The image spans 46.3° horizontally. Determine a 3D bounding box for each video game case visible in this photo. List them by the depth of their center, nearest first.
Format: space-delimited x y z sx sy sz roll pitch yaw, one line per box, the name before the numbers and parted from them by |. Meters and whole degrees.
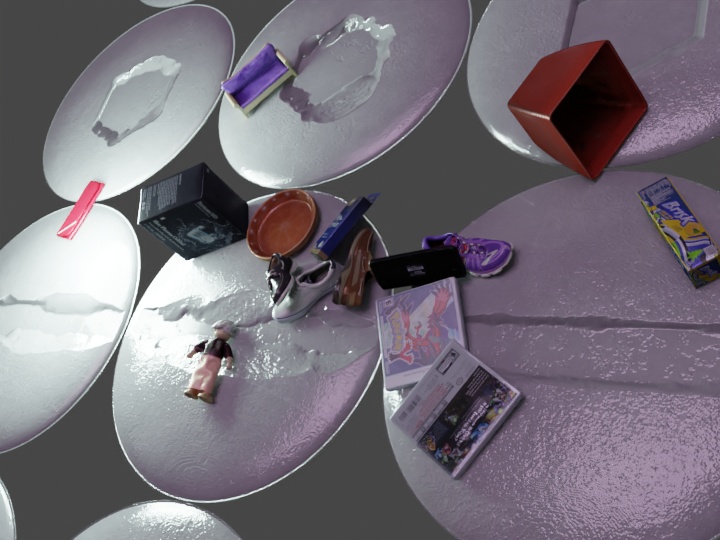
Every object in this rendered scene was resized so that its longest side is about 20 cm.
video game case | 0.176 0.257 1.574 0.200 0.023 0.182 -51 52 -1
video game case | 0.122 0.128 1.693 0.182 0.023 0.200 -18 60 23

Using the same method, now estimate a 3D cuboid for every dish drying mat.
dish drying mat | -0.850 -0.185 2.553 0.077 0.018 0.200 11 68 39

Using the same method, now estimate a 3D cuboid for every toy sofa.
toy sofa | -0.286 -0.533 2.357 0.200 0.098 0.083 -39 47 4

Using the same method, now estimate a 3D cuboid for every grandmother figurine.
grandmother figurine | -0.345 0.202 1.948 0.121 0.061 0.200 16 65 10

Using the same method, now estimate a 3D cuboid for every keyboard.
keyboard | 0.124 -0.002 1.750 0.200 0.104 0.040 -9 29 28

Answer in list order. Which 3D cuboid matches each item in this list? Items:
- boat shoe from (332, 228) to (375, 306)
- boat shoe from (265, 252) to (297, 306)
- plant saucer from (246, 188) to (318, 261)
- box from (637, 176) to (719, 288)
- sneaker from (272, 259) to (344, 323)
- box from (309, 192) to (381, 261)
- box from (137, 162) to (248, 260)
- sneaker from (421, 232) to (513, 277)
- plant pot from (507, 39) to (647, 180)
boat shoe | 0.000 0.000 1.849 0.074 0.076 0.200 17 59 5
boat shoe | -0.185 0.016 1.898 0.074 0.060 0.200 -53 13 22
plant saucer | -0.189 -0.109 2.062 0.200 0.032 0.201 -16 53 23
box | 0.575 -0.070 1.509 0.064 0.070 0.200 -30 49 15
sneaker | -0.126 0.040 1.896 0.200 0.071 0.073 -38 48 7
box | -0.037 -0.109 1.920 0.200 0.032 0.121 -50 11 -6
box | -0.419 -0.144 2.122 0.200 0.197 0.118 -20 53 21
sneaker | 0.213 -0.038 1.718 0.200 0.083 0.081 1 62 33
plant pot | 0.423 -0.335 1.711 0.200 0.200 0.176 -52 36 -6
